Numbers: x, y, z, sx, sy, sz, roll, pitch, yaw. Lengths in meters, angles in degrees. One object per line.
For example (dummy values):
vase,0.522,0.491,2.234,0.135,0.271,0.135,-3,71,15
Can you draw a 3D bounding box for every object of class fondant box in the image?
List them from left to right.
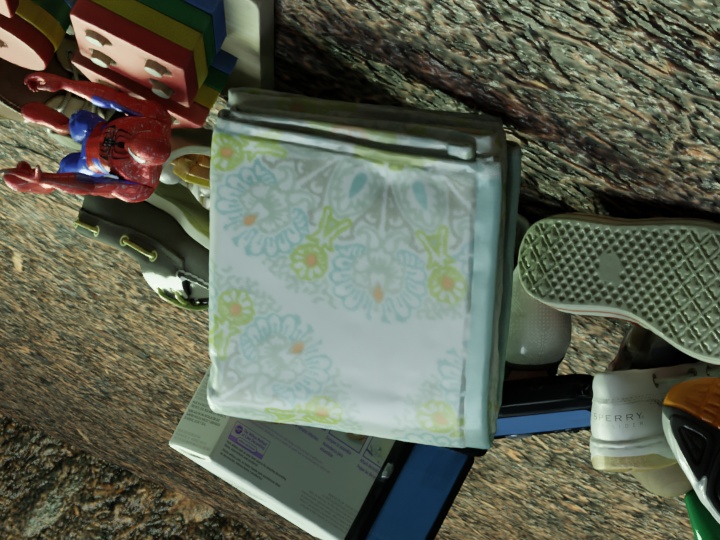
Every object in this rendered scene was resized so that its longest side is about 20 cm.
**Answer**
fondant box,-0.018,0.067,1.668,0.144,0.201,0.058,36,168,-34

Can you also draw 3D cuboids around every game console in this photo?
game console,0.080,0.136,1.522,0.175,0.117,0.200,-7,171,13

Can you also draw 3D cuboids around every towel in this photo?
towel,0.000,0.000,1.390,0.170,0.201,0.048,9,-155,13

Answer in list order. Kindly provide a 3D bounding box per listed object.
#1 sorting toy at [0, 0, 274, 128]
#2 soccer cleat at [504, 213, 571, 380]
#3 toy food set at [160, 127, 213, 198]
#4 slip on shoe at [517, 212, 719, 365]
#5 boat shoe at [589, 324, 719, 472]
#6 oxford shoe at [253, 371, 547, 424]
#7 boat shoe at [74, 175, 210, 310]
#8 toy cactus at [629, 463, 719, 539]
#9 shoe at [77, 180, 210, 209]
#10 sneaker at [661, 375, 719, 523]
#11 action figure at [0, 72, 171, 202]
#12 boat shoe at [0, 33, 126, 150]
sorting toy,-0.152,-0.147,1.399,0.199,0.070,0.199,27,168,4
soccer cleat,0.080,-0.005,1.517,0.069,0.087,0.200,-2,-160,-21
toy food set,-0.051,-0.038,1.494,0.199,0.061,0.143,15,-174,-16
slip on shoe,0.175,0.007,1.354,0.061,0.075,0.199,7,-176,-44
boat shoe,0.181,0.055,1.424,0.070,0.070,0.200,-5,-169,23
oxford shoe,0.021,0.053,1.586,0.199,0.075,0.070,-2,163,-11
boat shoe,-0.108,-0.010,1.549,0.072,0.061,0.201,17,-168,-45
toy cactus,0.218,0.128,1.524,0.102,0.201,0.165,-27,140,32
shoe,-0.129,-0.049,1.716,0.053,0.070,0.200,-14,-160,-38
sneaker,0.227,0.124,1.376,0.200,0.076,0.092,40,169,-24
action figure,-0.173,-0.075,1.403,0.099,0.066,0.200,15,175,-29
boat shoe,-0.186,-0.119,1.565,0.071,0.076,0.200,12,179,25
